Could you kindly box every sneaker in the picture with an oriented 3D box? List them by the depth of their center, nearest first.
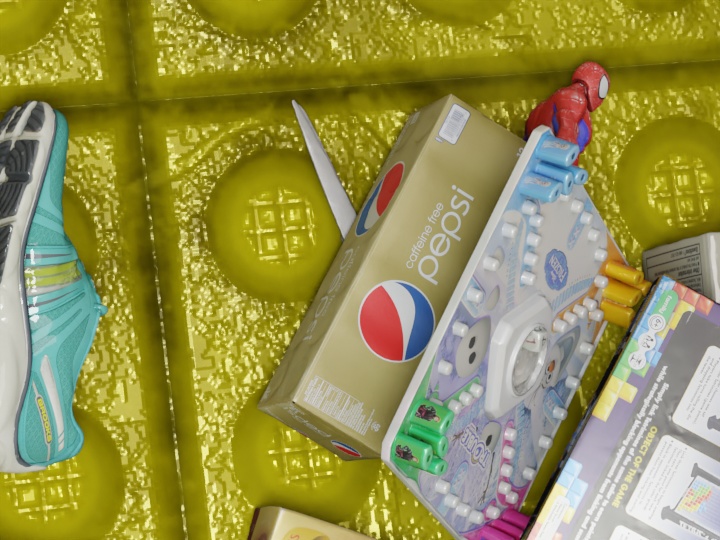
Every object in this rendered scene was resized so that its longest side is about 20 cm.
[{"bbox_3d":[-0.179,0.009,1.410,0.079,0.077,0.201,6,87,-37],"label":"sneaker"}]

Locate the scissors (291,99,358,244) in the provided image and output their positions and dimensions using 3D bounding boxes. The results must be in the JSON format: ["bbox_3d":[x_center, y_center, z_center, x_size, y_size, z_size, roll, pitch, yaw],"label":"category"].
[{"bbox_3d":[0.000,0.000,1.490,0.073,0.014,0.200,-40,98,-17],"label":"scissors"}]

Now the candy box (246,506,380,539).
[{"bbox_3d":[0.020,0.217,1.451,0.199,0.056,0.117,20,78,-14],"label":"candy box"}]

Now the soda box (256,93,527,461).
[{"bbox_3d":[0.021,0.005,1.455,0.064,0.068,0.201,32,74,-14],"label":"soda box"}]

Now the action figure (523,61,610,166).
[{"bbox_3d":[0.100,-0.038,1.496,0.052,0.065,0.201,28,67,-10],"label":"action figure"}]

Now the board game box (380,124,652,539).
[{"bbox_3d":[0.093,0.050,1.435,0.026,0.200,0.201,19,75,26],"label":"board game box"}]

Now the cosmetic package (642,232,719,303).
[{"bbox_3d":[0.228,0.080,1.512,0.087,0.103,0.201,-2,86,-17],"label":"cosmetic package"}]

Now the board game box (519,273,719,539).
[{"bbox_3d":[0.190,0.128,1.422,0.165,0.057,0.201,29,87,3],"label":"board game box"}]
